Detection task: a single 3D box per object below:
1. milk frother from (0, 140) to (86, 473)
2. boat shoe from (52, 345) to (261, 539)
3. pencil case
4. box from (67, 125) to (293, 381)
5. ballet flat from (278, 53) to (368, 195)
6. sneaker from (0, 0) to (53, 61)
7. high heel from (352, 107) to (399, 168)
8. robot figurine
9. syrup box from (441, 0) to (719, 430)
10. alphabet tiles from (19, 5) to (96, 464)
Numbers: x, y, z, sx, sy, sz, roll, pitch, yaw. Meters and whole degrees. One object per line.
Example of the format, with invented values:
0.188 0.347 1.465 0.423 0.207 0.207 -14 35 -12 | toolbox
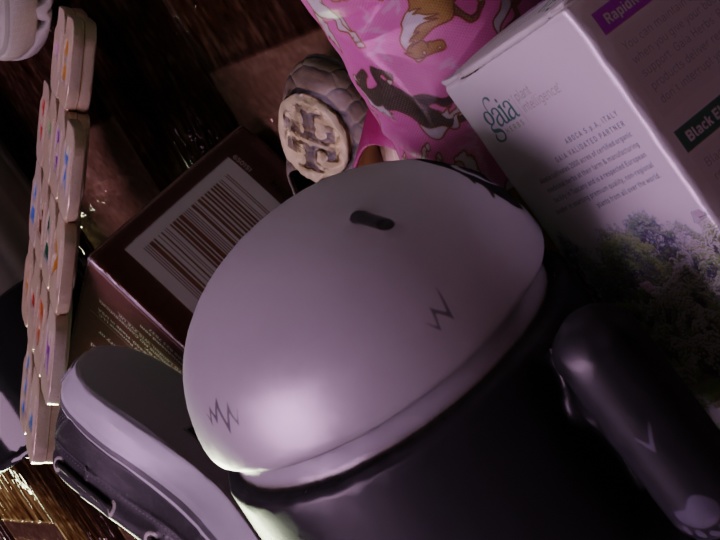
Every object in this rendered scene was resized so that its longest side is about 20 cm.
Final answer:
-0.249 0.034 1.179 0.188 0.200 0.180 55 159 -3 | milk frother
-0.053 0.110 0.858 0.200 0.070 0.066 35 119 24 | boat shoe
0.052 -0.035 0.716 0.087 0.083 0.200 4 127 57 | pencil case
-0.078 0.030 0.993 0.075 0.100 0.200 43 154 8 | box
0.000 0.000 0.889 0.067 0.046 0.200 29 146 39 | ballet flat
-0.199 -0.173 0.970 0.075 0.081 0.200 26 145 41 | sneaker
0.005 0.001 0.798 0.067 0.096 0.200 32 137 18 | high heel
0.034 0.060 0.653 0.200 0.150 0.125 55 -169 -18 | robot figurine
0.122 -0.006 0.635 0.200 0.081 0.079 55 153 -3 | syrup box
-0.138 -0.018 0.982 0.196 0.015 0.200 -139 55 -74 | alphabet tiles
